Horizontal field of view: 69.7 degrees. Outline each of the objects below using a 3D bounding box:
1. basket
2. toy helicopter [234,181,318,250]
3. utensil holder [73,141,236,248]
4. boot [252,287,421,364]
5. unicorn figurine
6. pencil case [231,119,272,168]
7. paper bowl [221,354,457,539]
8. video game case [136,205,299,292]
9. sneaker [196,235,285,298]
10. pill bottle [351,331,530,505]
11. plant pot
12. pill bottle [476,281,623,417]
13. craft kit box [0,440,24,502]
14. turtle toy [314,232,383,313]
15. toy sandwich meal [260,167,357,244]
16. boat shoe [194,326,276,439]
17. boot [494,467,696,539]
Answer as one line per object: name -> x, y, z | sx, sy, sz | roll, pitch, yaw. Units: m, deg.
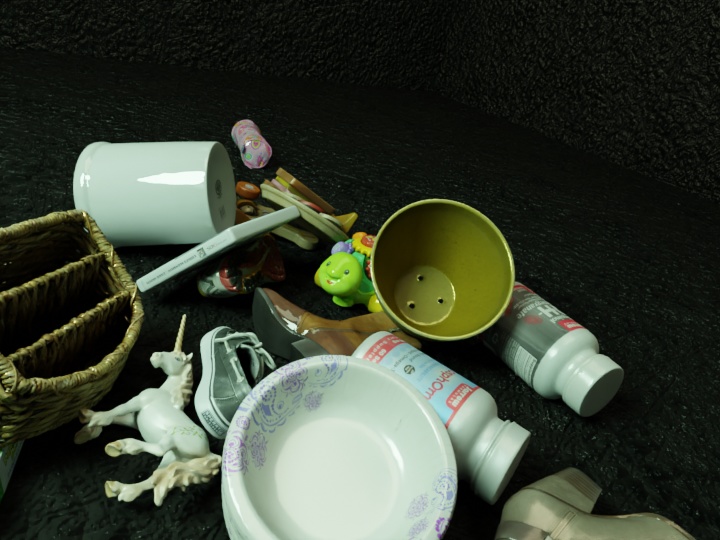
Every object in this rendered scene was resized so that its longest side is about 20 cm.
basket -> -0.300, 0.049, 0.505 | 0.142, 0.150, 0.200 | 30, 19, 1
toy helicopter -> -0.173, -0.087, 0.979 | 0.198, 0.079, 0.132 | 24, 20, -5
utensil holder -> -0.319, -0.125, 0.833 | 0.197, 0.172, 0.170 | -2, 27, 3
boot -> -0.037, 0.073, 0.738 | 0.199, 0.069, 0.188 | -9, 30, -40
unicorn figurine -> -0.210, 0.150, 0.530 | 0.137, 0.074, 0.200 | -5, 45, -48
pencil case -> -0.297, -0.342, 1.394 | 0.086, 0.088, 0.200 | 0, 31, -22
paper bowl -> -0.022, 0.186, 0.461 | 0.198, 0.105, 0.202 | 8, 42, -7
video game case -> -0.204, -0.036, 0.773 | 0.181, 0.024, 0.200 | -25, 6, 24
sneaker -> -0.182, -0.005, 0.807 | 0.081, 0.079, 0.200 | -16, 3, 19
pill bottle -> 0.078, 0.160, 0.572 | 0.199, 0.110, 0.108 | 28, 31, 28
plant pot -> 0.107, 0.019, 0.760 | 0.197, 0.142, 0.202 | 1, 70, -3
pill bottle -> 0.263, 0.110, 0.738 | 0.110, 0.112, 0.200 | -6, 32, -31
craft kit box -> -0.417, 0.152, 0.461 | 0.198, 0.049, 0.198 | 2, 32, -19
turtle toy -> 0.000, 0.000, 0.848 | 0.145, 0.102, 0.200 | 24, 29, 21
toy sandwich meal -> -0.091, -0.118, 0.924 | 0.204, 0.071, 0.205 | 31, -4, 2
boat shoe -> -0.138, 0.104, 0.579 | 0.068, 0.074, 0.199 | -35, 15, 0
boot -> 0.224, 0.276, 0.473 | 0.199, 0.071, 0.146 | 31, 39, 34
